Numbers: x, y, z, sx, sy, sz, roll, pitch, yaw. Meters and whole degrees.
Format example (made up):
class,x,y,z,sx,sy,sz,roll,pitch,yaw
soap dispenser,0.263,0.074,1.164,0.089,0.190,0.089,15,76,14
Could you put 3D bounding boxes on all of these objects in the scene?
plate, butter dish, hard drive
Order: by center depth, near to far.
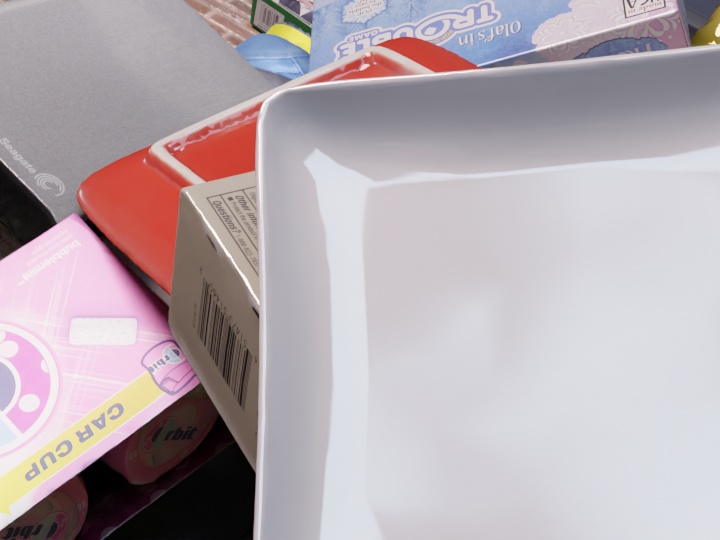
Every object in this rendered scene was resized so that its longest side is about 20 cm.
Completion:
class,x,y,z,sx,sy,sz,roll,pitch,yaw
plate,0.066,0.024,0.650,0.198,0.032,0.201,-5,62,7
butter dish,0.000,0.000,0.938,0.199,0.149,0.200,-26,30,-18
hard drive,-0.136,-0.086,1.049,0.140,0.033,0.200,44,37,16

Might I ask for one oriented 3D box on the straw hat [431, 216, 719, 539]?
class,x,y,z,sx,sy,sz,roll,pitch,yaw
straw hat,0.127,0.084,0.677,0.199,0.085,0.202,-4,63,8

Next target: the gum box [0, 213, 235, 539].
class,x,y,z,sx,sy,sz,roll,pitch,yaw
gum box,-0.167,0.079,0.900,0.200,0.066,0.113,-36,60,-22

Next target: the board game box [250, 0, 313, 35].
class,x,y,z,sx,sy,sz,roll,pitch,yaw
board game box,0.049,-0.136,1.258,0.200,0.029,0.134,37,46,25

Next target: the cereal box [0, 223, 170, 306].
class,x,y,z,sx,sy,sz,roll,pitch,yaw
cereal box,-0.121,0.001,1.053,0.199,0.040,0.144,-29,55,-35

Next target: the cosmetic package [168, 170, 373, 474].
class,x,y,z,sx,sy,sz,roll,pitch,yaw
cosmetic package,0.039,0.004,0.763,0.199,0.073,0.104,-13,47,-25

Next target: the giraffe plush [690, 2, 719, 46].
class,x,y,z,sx,sy,sz,roll,pitch,yaw
giraffe plush,0.165,-0.097,1.146,0.161,0.173,0.201,16,73,-6

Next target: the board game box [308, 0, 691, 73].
class,x,y,z,sx,sy,sz,roll,pitch,yaw
board game box,0.072,-0.154,1.111,0.199,0.044,0.200,-14,40,13

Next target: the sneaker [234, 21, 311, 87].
class,x,y,z,sx,sy,sz,roll,pitch,yaw
sneaker,-0.005,-0.063,1.142,0.200,0.066,0.078,34,57,23
